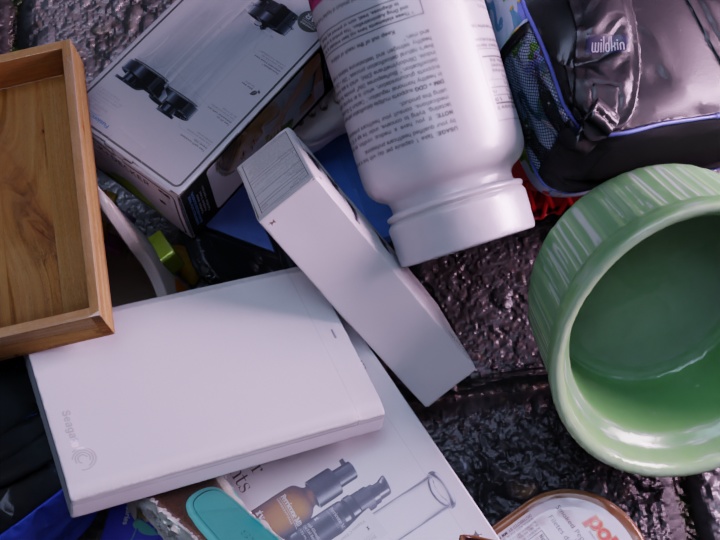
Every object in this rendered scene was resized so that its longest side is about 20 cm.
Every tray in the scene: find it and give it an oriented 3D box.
[{"bbox_3d":[-0.218,-0.046,0.733,0.098,0.037,0.202,-12,66,0],"label":"tray"}]

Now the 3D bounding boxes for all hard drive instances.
[{"bbox_3d":[-0.101,0.069,0.729,0.198,0.026,0.132,-12,51,-22],"label":"hard drive"}]

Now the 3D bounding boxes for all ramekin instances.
[{"bbox_3d":[0.208,0.028,0.770,0.198,0.202,0.098,-15,29,-2],"label":"ramekin"}]

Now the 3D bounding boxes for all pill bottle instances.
[{"bbox_3d":[0.043,-0.111,0.767,0.112,0.113,0.202,-16,89,-3],"label":"pill bottle"}]

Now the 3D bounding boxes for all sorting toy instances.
[{"bbox_3d":[-0.208,-0.023,0.840,0.198,0.180,0.108,18,67,13],"label":"sorting toy"}]

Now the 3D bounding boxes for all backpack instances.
[{"bbox_3d":[-0.275,0.144,0.758,0.199,0.168,0.163,-37,72,-23],"label":"backpack"},{"bbox_3d":[0.174,-0.158,0.818,0.181,0.147,0.202,-12,69,-18],"label":"backpack"}]

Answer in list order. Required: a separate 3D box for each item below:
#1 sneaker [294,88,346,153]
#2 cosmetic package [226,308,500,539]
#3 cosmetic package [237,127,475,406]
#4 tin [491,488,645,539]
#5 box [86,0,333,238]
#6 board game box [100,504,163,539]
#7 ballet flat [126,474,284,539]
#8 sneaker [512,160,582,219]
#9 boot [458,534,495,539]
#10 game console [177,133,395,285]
[{"bbox_3d":[-0.018,-0.148,0.898,0.199,0.085,0.073,-20,67,-30],"label":"sneaker"},{"bbox_3d":[-0.024,0.143,0.766,0.150,0.052,0.201,-30,65,-12],"label":"cosmetic package"},{"bbox_3d":[0.000,0.000,0.790,0.050,0.200,0.083,-36,34,7],"label":"cosmetic package"},{"bbox_3d":[0.106,0.229,0.771,0.199,0.042,0.112,-33,70,-11],"label":"tin"},{"bbox_3d":[-0.102,-0.136,0.832,0.116,0.060,0.200,33,69,18],"label":"box"},{"bbox_3d":[-0.072,0.164,0.813,0.198,0.045,0.153,8,65,8],"label":"board game box"},{"bbox_3d":[-0.112,0.150,0.716,0.072,0.072,0.200,-37,61,-12],"label":"ballet flat"},{"bbox_3d":[0.161,-0.064,0.884,0.199,0.079,0.116,-35,65,-10],"label":"sneaker"},{"bbox_3d":[0.057,0.261,0.690,0.186,0.068,0.202,7,96,8],"label":"boot"},{"bbox_3d":[-0.064,-0.084,0.896,0.116,0.175,0.201,-35,62,21],"label":"game console"}]
